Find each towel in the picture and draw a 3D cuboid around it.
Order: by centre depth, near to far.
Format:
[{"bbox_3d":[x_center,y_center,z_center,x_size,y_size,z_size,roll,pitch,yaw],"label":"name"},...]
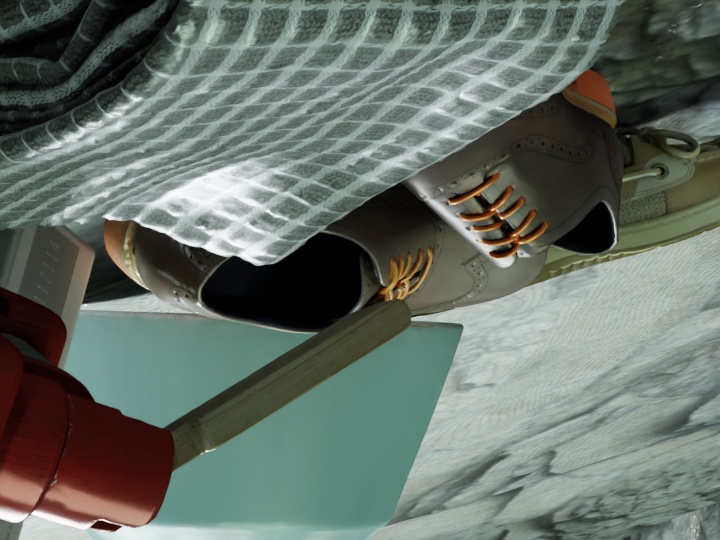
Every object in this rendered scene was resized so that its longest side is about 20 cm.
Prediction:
[{"bbox_3d":[-0.043,-0.063,0.821,0.165,0.086,0.200,-5,165,-39],"label":"towel"}]

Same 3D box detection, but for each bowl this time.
[{"bbox_3d":[-0.056,0.070,1.245,0.201,0.105,0.201,2,178,0],"label":"bowl"}]

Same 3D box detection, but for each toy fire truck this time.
[{"bbox_3d":[-0.105,0.034,0.931,0.200,0.129,0.176,20,-178,-21],"label":"toy fire truck"}]

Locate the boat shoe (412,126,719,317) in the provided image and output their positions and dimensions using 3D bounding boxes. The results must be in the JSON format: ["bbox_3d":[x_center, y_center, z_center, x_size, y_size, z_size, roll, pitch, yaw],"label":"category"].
[{"bbox_3d":[0.092,-0.034,1.234,0.200,0.063,0.073,-17,-175,-11],"label":"boat shoe"}]

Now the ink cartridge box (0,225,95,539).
[{"bbox_3d":[-0.192,0.085,1.081,0.176,0.200,0.045,-25,128,34],"label":"ink cartridge box"}]

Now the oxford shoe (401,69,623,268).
[{"bbox_3d":[0.053,-0.042,1.083,0.071,0.073,0.200,-22,167,28],"label":"oxford shoe"}]

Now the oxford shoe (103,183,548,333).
[{"bbox_3d":[0.000,0.000,1.121,0.200,0.073,0.071,-1,118,-33],"label":"oxford shoe"}]
